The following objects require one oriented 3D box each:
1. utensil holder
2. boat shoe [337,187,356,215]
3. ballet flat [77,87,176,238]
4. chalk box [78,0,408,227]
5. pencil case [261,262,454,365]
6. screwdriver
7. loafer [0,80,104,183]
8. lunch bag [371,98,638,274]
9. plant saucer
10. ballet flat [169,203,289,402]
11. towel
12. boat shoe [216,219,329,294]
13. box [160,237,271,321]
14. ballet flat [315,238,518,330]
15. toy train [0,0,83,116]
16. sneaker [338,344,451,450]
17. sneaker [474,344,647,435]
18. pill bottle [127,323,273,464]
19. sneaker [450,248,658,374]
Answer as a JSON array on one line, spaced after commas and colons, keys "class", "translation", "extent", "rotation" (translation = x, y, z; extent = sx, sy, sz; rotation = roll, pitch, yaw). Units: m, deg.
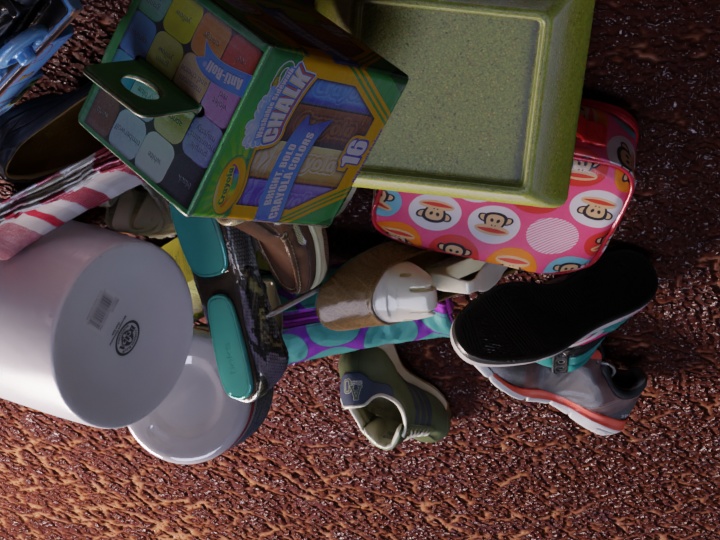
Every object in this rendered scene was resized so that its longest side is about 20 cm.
[{"class": "utensil holder", "translation": [-0.264, 0.037, 1.415], "extent": [0.198, 0.171, 0.170], "rotation": [13, 156, 39]}, {"class": "boat shoe", "translation": [-0.035, -0.089, 1.309], "extent": [0.074, 0.063, 0.202], "rotation": [44, 149, 13]}, {"class": "ballet flat", "translation": [-0.205, -0.072, 1.392], "extent": [0.071, 0.072, 0.201], "rotation": [-4, 146, 18]}, {"class": "chalk box", "translation": [-0.089, -0.115, 1.074], "extent": [0.199, 0.124, 0.125], "rotation": [4, 120, -56]}, {"class": "pencil case", "translation": [-0.018, 0.033, 1.437], "extent": [0.197, 0.086, 0.092], "rotation": [-11, -179, -11]}, {"class": "screwdriver", "translation": [0.000, 0.000, 1.366], "extent": [0.029, 0.199, 0.028], "rotation": [34, 136, 26]}, {"class": "loafer", "translation": [-0.186, -0.116, 1.257], "extent": [0.198, 0.072, 0.073], "rotation": [-27, 116, 4]}, {"class": "lunch bag", "translation": [0.112, -0.082, 1.287], "extent": [0.197, 0.083, 0.177], "rotation": [12, 147, -4]}, {"class": "plant saucer", "translation": [0.060, -0.133, 1.175], "extent": [0.197, 0.048, 0.202], "rotation": [6, 120, 3]}, {"class": "ballet flat", "translation": [-0.102, 0.003, 1.342], "extent": [0.071, 0.072, 0.203], "rotation": [-9, 101, 26]}, {"class": "towel", "translation": [-0.208, -0.062, 1.274], "extent": [0.198, 0.023, 0.144], "rotation": [-27, 177, 4]}, {"class": "boat shoe", "translation": [-0.084, -0.057, 1.269], "extent": [0.074, 0.075, 0.204], "rotation": [25, 142, 44]}, {"class": "box", "translation": [-0.159, 0.010, 1.503], "extent": [0.075, 0.051, 0.199], "rotation": [10, 153, -41]}, {"class": "ballet flat", "translation": [0.059, 0.006, 1.355], "extent": [0.072, 0.198, 0.069], "rotation": [28, 129, 49]}, {"class": "toy train", "translation": [-0.272, -0.169, 1.213], "extent": [0.199, 0.114, 0.087], "rotation": [-37, 91, 38]}, {"class": "sneaker", "translation": [0.030, 0.141, 1.639], "extent": [0.066, 0.091, 0.200], "rotation": [-9, 143, 24]}, {"class": "sneaker", "translation": [0.183, 0.080, 1.551], "extent": [0.198, 0.077, 0.082], "rotation": [24, 117, -24]}, {"class": "pill bottle", "translation": [-0.143, 0.111, 1.545], "extent": [0.118, 0.121, 0.200], "rotation": [4, 180, 7]}, {"class": "sneaker", "translation": [0.151, 0.048, 1.433], "extent": [0.198, 0.084, 0.121], "rotation": [-17, 162, -23]}]
